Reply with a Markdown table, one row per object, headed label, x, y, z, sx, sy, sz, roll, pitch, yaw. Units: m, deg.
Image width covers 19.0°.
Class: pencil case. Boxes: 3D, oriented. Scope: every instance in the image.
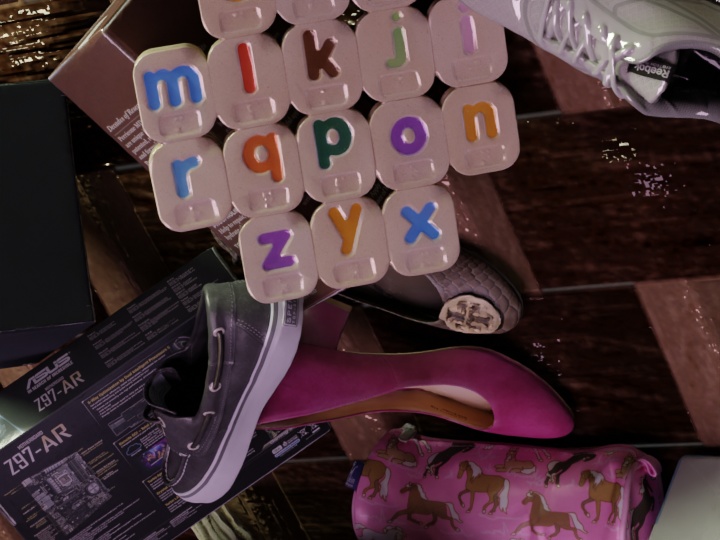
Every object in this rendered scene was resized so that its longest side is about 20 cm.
| label | x | y | z | sx | sy | sz | roll | pitch | yaw |
| --- | --- | --- | --- | --- | --- | --- | --- | --- | --- |
| pencil case | 0.094 | 0.148 | 1.352 | 0.200 | 0.083 | 0.087 | 3 | 130 | 27 |

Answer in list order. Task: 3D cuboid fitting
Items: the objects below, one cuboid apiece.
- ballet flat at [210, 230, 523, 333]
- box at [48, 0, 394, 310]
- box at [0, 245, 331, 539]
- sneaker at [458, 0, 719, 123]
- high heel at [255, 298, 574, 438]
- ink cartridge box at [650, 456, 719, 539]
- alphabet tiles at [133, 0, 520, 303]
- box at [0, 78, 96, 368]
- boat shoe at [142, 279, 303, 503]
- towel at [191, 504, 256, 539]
| label | x | y | z | sx | sy | sz | roll | pitch | yaw |
| --- | --- | --- | --- | --- | --- | --- | --- | --- | --- |
| ballet flat | 0.000 | 0.000 | 1.294 | 0.200 | 0.046 | 0.067 | 21 | 137 | 10 |
| box | -0.065 | -0.083 | 1.212 | 0.200 | 0.100 | 0.075 | 45 | 141 | -14 |
| box | -0.134 | 0.100 | 1.341 | 0.044 | 0.200 | 0.160 | 50 | 173 | 43 |
| sneaker | 0.132 | -0.125 | 1.086 | 0.200 | 0.081 | 0.075 | 20 | 137 | 13 |
| high heel | 0.031 | 0.086 | 1.302 | 0.200 | 0.096 | 0.067 | 24 | 148 | -10 |
| ink cartridge box | 0.235 | 0.224 | 1.310 | 0.067 | 0.116 | 0.200 | -2 | 128 | 28 |
| alphabet tiles | -0.017 | -0.085 | 1.151 | 0.200 | 0.015 | 0.196 | -11 | 105 | -5 |
| box | -0.218 | -0.020 | 1.269 | 0.200 | 0.079 | 0.141 | 152 | 109 | -70 |
| boat shoe | -0.092 | 0.070 | 1.245 | 0.066 | 0.070 | 0.200 | 6 | 146 | -20 |
| towel | -0.044 | 0.245 | 1.504 | 0.200 | 0.034 | 0.133 | 53 | 174 | -23 |
